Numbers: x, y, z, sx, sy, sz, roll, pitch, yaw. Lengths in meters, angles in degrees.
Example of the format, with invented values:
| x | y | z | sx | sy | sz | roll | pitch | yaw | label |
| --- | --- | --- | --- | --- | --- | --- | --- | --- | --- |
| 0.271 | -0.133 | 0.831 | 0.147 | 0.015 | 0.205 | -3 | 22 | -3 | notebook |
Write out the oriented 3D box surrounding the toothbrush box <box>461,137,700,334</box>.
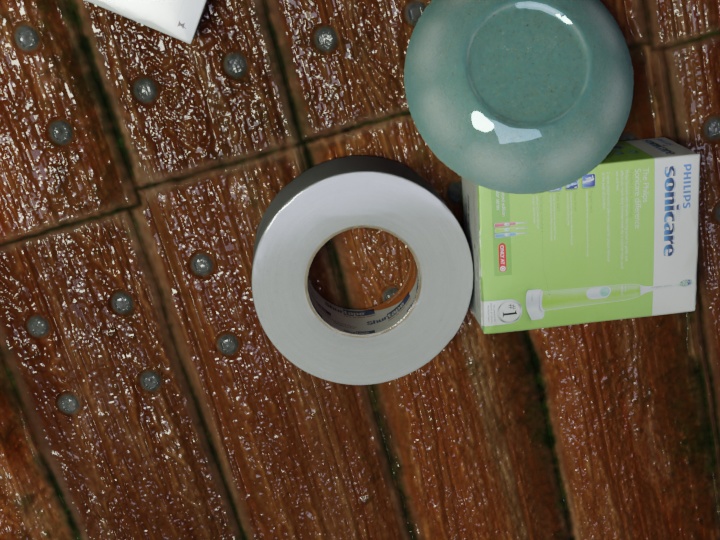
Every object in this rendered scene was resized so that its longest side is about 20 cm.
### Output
| x | y | z | sx | sy | sz | roll | pitch | yaw | label |
| --- | --- | --- | --- | --- | --- | --- | --- | --- | --- |
| 0.196 | -0.034 | 0.913 | 0.198 | 0.086 | 0.147 | -6 | 108 | -2 | toothbrush box |

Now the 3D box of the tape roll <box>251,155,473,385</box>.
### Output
| x | y | z | sx | sy | sz | roll | pitch | yaw | label |
| --- | --- | --- | --- | --- | --- | --- | --- | --- | --- |
| 0.000 | 0.000 | 0.918 | 0.198 | 0.066 | 0.202 | -2 | 110 | -5 | tape roll |

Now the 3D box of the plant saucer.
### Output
| x | y | z | sx | sy | sz | roll | pitch | yaw | label |
| --- | --- | --- | --- | --- | --- | --- | --- | --- | --- |
| 0.136 | -0.167 | 0.840 | 0.199 | 0.039 | 0.203 | 0 | 83 | -2 | plant saucer |

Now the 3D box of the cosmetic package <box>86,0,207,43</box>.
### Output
| x | y | z | sx | sy | sz | roll | pitch | yaw | label |
| --- | --- | --- | --- | --- | --- | --- | --- | --- | --- |
| -0.171 | -0.306 | 0.805 | 0.149 | 0.052 | 0.202 | 19 | 106 | -14 | cosmetic package |
